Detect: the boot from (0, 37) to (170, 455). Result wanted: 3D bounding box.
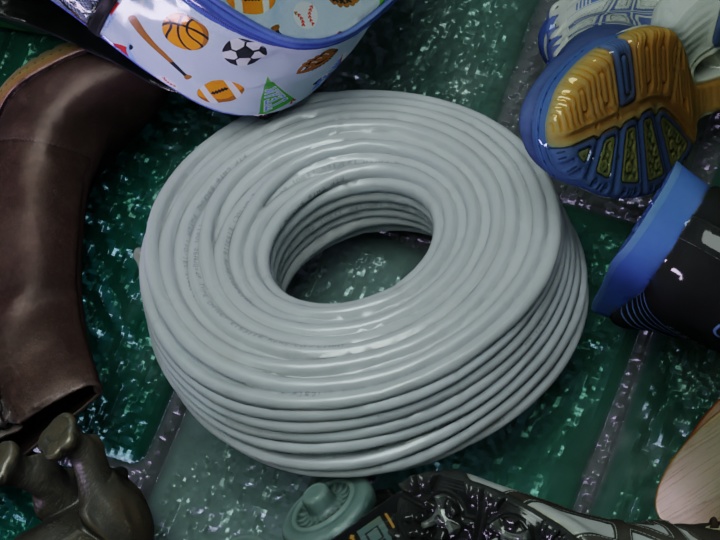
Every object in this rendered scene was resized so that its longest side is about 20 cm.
[{"bbox_3d":[-0.144,-0.005,1.197,0.200,0.072,0.167,-36,53,11],"label":"boot"}]

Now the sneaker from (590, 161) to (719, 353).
[{"bbox_3d":[0.148,0.006,1.080,0.078,0.200,0.070,33,90,6],"label":"sneaker"}]

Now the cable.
[{"bbox_3d":[0.000,0.000,1.149,0.199,0.069,0.200,-19,46,-3],"label":"cable"}]

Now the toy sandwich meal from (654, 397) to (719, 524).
[{"bbox_3d":[0.214,0.123,1.029,0.205,0.070,0.206,8,103,38],"label":"toy sandwich meal"}]

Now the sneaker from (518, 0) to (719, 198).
[{"bbox_3d":[0.111,-0.086,1.148,0.088,0.200,0.076,10,113,30],"label":"sneaker"}]

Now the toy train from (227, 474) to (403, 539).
[{"bbox_3d":[-0.035,0.164,1.086,0.200,0.085,0.114,-33,23,-2],"label":"toy train"}]

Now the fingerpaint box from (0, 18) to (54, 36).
[{"bbox_3d":[-0.179,-0.227,1.305,0.166,0.073,0.201,10,70,15],"label":"fingerpaint box"}]

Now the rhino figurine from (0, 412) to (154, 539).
[{"bbox_3d":[-0.160,0.166,1.138,0.060,0.087,0.200,16,71,49],"label":"rhino figurine"}]

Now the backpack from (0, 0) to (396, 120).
[{"bbox_3d":[-0.062,-0.174,1.164,0.190,0.154,0.200,41,58,-11],"label":"backpack"}]

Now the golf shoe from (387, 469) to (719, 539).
[{"bbox_3d":[0.107,0.131,1.011,0.200,0.094,0.078,28,119,18],"label":"golf shoe"}]
